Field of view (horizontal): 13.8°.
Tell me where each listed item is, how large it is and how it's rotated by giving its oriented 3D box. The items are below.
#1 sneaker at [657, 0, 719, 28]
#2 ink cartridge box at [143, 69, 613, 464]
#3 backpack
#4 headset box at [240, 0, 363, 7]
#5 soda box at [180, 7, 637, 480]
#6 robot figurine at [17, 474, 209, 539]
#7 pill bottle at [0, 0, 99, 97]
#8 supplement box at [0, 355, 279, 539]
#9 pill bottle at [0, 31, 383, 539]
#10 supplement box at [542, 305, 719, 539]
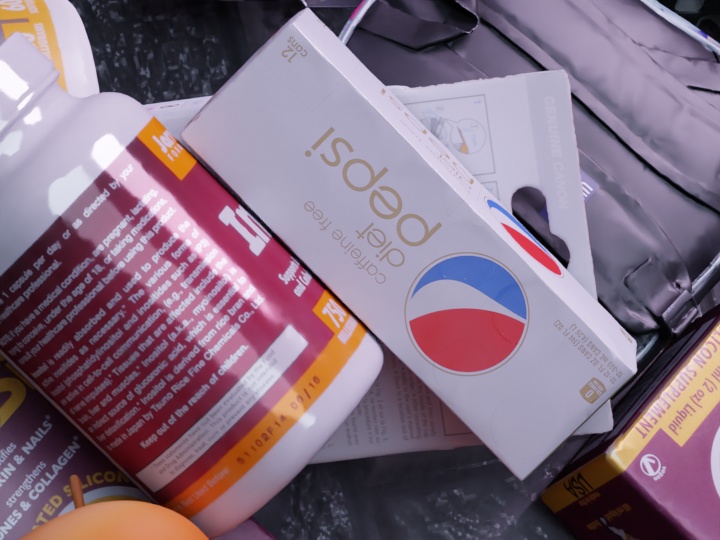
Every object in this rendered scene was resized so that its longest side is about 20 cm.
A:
[{"bbox_3d":[0.127,-0.163,1.447,0.199,0.074,0.089,1,57,-19],"label":"sneaker"},{"bbox_3d":[0.000,0.000,1.278,0.199,0.057,0.163,-7,102,5],"label":"ink cartridge box"},{"bbox_3d":[0.076,-0.052,1.343,0.200,0.151,0.178,41,73,1],"label":"backpack"},{"bbox_3d":[-0.047,-0.209,1.363,0.148,0.075,0.201,-5,72,-53],"label":"headset box"},{"bbox_3d":[0.022,-0.012,1.214,0.068,0.064,0.200,-44,95,11],"label":"soda box"},{"bbox_3d":[-0.081,0.175,1.155,0.144,0.117,0.200,-29,86,-18],"label":"robot figurine"},{"bbox_3d":[-0.218,-0.057,1.275,0.199,0.116,0.117,-5,75,-19],"label":"pill bottle"},{"bbox_3d":[-0.137,0.111,1.264,0.200,0.086,0.110,40,66,-2],"label":"supplement box"},{"bbox_3d":[-0.096,0.003,1.197,0.200,0.113,0.113,45,66,-7],"label":"pill bottle"},{"bbox_3d":[0.198,0.125,1.355,0.200,0.086,0.110,43,65,-1],"label":"supplement box"}]
